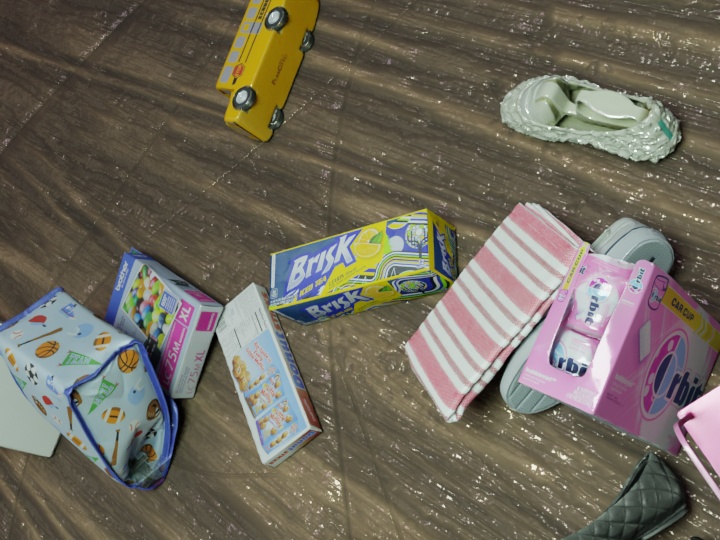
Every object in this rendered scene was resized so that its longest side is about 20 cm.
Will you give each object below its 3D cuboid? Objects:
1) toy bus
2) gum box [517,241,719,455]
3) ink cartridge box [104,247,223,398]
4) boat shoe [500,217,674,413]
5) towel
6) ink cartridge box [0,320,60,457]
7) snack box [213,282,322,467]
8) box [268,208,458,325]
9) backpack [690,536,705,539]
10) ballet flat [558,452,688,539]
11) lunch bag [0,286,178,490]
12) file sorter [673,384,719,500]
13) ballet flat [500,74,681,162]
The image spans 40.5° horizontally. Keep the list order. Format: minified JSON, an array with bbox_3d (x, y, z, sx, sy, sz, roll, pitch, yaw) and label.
[{"bbox_3d":[-0.119,-0.265,1.211,0.078,0.065,0.201,15,81,39],"label":"toy bus"},{"bbox_3d":[0.207,0.064,0.755,0.066,0.200,0.114,21,86,39],"label":"gum box"},{"bbox_3d":[-0.253,0.057,1.177,0.200,0.042,0.120,30,105,42],"label":"ink cartridge box"},{"bbox_3d":[0.196,0.040,0.870,0.200,0.073,0.067,-47,24,11],"label":"boat shoe"},{"bbox_3d":[0.124,0.035,0.901,0.200,0.030,0.146,-52,21,10],"label":"towel"},{"bbox_3d":[-0.483,0.136,1.256,0.199,0.147,0.145,11,78,38],"label":"ink cartridge box"},{"bbox_3d":[-0.107,0.111,1.075,0.072,0.024,0.200,-38,54,18],"label":"snack box"},{"bbox_3d":[0.000,0.000,1.019,0.199,0.064,0.070,-15,63,31],"label":"box"},{"bbox_3d":[0.184,0.292,0.703,0.190,0.200,0.155,-24,72,30],"label":"backpack"},{"bbox_3d":[0.169,0.207,0.761,0.199,0.067,0.057,-21,67,-23],"label":"ballet flat"},{"bbox_3d":[-0.301,0.142,1.110,0.124,0.201,0.170,-37,44,-29],"label":"lunch bag"},{"bbox_3d":[0.337,0.108,0.670,0.200,0.125,0.139,-37,73,18],"label":"file sorter"},{"bbox_3d":[0.211,-0.158,0.932,0.200,0.072,0.072,21,84,40],"label":"ballet flat"}]
